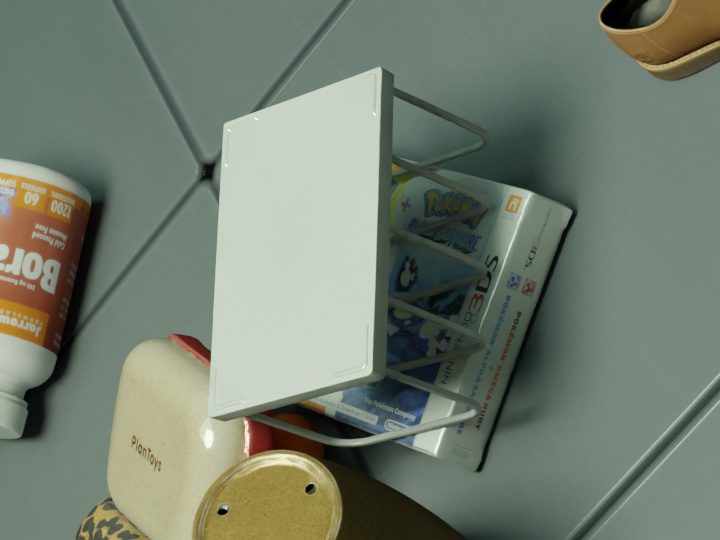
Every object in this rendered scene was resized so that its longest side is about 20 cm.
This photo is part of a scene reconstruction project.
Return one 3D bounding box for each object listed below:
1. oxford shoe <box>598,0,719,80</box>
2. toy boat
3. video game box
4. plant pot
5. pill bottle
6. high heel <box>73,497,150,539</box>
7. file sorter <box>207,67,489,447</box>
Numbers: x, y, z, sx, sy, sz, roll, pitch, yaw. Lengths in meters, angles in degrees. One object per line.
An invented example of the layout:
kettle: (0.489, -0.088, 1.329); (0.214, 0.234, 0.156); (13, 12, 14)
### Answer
oxford shoe: (0.231, -0.182, 1.688); (0.200, 0.071, 0.071); (-32, 50, 33)
toy boat: (-0.086, 0.119, 1.846); (0.200, 0.131, 0.131); (33, 115, 59)
video game box: (0.032, 0.020, 1.834); (0.200, 0.047, 0.182); (16, 83, 50)
plant pot: (-0.021, 0.191, 1.648); (0.186, 0.200, 0.186); (-11, 55, 16)
pill bottle: (-0.279, 0.022, 2.122); (0.112, 0.112, 0.200); (-3, 71, 47)
high heel: (-0.154, 0.231, 1.913); (0.143, 0.071, 0.200); (-29, 37, 29)
file sorter: (0.000, 0.000, 1.747); (0.139, 0.125, 0.200); (-17, 62, 41)
